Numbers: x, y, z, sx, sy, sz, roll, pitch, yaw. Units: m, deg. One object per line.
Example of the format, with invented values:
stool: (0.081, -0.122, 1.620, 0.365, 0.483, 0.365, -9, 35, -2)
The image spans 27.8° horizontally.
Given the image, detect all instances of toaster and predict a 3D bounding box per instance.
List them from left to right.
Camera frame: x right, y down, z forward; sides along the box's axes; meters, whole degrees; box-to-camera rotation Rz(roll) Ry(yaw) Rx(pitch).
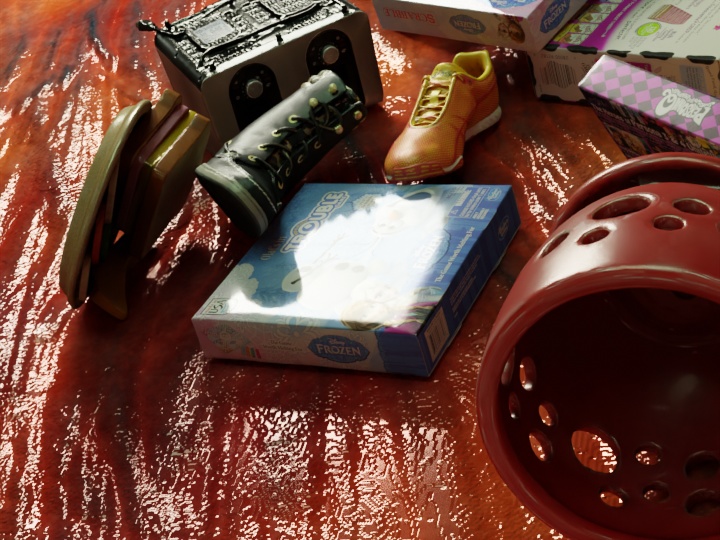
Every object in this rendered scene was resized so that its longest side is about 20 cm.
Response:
toaster: (-0.097, -0.203, 1.436, 0.180, 0.120, 0.200, -25, 33, -14)

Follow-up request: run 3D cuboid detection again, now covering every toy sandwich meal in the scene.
toy sandwich meal: (-0.191, -0.053, 1.232, 0.070, 0.206, 0.206, 20, 36, -2)

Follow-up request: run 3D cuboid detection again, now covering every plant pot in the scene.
plant pot: (0.181, 0.038, 0.852, 0.198, 0.202, 0.183, -3, 31, 22)

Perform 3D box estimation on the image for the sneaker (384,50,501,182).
sneaker: (0.065, -0.135, 1.273, 0.072, 0.078, 0.200, -3, 28, 25)

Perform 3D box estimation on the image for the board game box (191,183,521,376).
board game box: (0.000, 0.000, 1.146, 0.197, 0.044, 0.200, 1, 36, 29)

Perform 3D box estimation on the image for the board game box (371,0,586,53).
board game box: (0.144, -0.294, 1.397, 0.199, 0.041, 0.200, 16, 53, 42)

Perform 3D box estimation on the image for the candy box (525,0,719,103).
candy box: (0.268, -0.204, 1.311, 0.199, 0.061, 0.136, 12, 43, 40)

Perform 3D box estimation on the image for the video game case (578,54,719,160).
video game case: (0.256, -0.053, 0.976, 0.036, 0.181, 0.200, -49, 37, -4)

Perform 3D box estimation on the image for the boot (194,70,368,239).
boot: (-0.063, -0.106, 1.235, 0.153, 0.074, 0.204, -40, 12, -3)
